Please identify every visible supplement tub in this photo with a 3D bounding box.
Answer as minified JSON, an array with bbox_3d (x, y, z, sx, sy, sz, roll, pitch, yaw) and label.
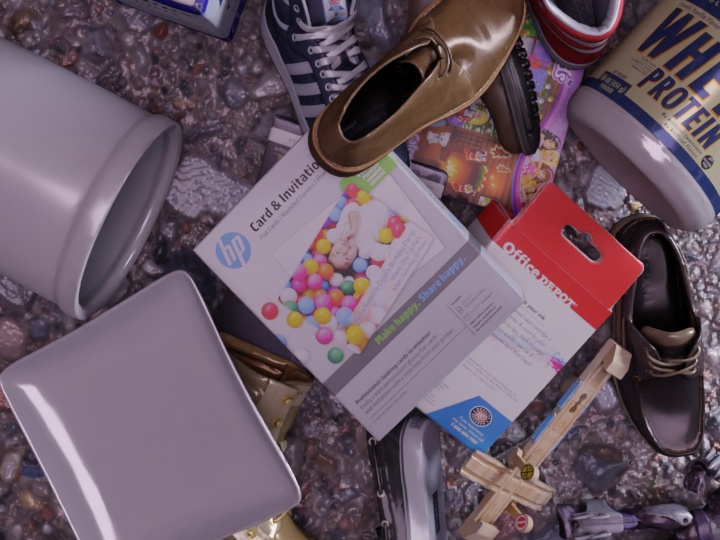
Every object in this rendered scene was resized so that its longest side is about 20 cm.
[{"bbox_3d":[0.271,-0.147,0.937,0.145,0.145,0.200,43,93,-2],"label":"supplement tub"}]

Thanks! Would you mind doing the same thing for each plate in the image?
[{"bbox_3d":[-0.165,0.127,0.970,0.198,0.032,0.202,-28,90,19],"label":"plate"}]

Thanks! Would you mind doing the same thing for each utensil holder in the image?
[{"bbox_3d":[-0.264,-0.081,0.953,0.198,0.170,0.172,26,95,2],"label":"utensil holder"}]

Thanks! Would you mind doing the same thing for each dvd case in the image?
[{"bbox_3d":[-0.028,-0.008,1.004,0.147,0.016,0.203,18,107,1],"label":"dvd case"}]

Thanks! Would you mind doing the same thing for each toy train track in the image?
[{"bbox_3d":[0.152,0.145,0.985,0.114,0.033,0.201,29,102,-40],"label":"toy train track"}]

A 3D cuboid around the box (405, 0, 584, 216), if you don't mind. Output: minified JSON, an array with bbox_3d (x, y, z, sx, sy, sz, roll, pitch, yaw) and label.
[{"bbox_3d":[0.108,-0.154,0.997,0.135,0.039,0.203,15,95,1],"label":"box"}]

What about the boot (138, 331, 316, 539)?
[{"bbox_3d":[-0.072,0.160,1.006,0.199,0.073,0.157,34,102,6],"label":"boot"}]

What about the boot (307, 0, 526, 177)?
[{"bbox_3d":[0.051,-0.142,0.856,0.200,0.075,0.074,-43,92,-17],"label":"boot"}]

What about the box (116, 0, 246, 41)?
[{"bbox_3d":[-0.123,-0.282,0.915,0.103,0.200,0.186,20,95,0],"label":"box"}]

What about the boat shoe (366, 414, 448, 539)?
[{"bbox_3d":[0.038,0.220,1.020,0.056,0.068,0.204,-1,93,21],"label":"boat shoe"}]

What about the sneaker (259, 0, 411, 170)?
[{"bbox_3d":[-0.015,-0.159,0.935,0.069,0.109,0.202,-21,69,-24],"label":"sneaker"}]

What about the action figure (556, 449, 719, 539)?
[{"bbox_3d":[0.263,0.216,1.006,0.197,0.069,0.132,-11,89,0],"label":"action figure"}]

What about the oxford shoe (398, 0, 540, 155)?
[{"bbox_3d":[0.078,-0.175,0.950,0.084,0.073,0.202,-25,90,20],"label":"oxford shoe"}]

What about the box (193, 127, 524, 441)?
[{"bbox_3d":[0.000,0.000,0.913,0.156,0.041,0.200,-43,93,11],"label":"box"}]

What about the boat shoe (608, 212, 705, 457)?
[{"bbox_3d":[0.238,0.056,0.991,0.073,0.073,0.203,-14,94,3],"label":"boat shoe"}]

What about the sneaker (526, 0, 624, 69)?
[{"bbox_3d":[0.133,-0.250,0.913,0.071,0.112,0.202,-31,90,1],"label":"sneaker"}]

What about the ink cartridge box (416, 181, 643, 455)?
[{"bbox_3d":[0.113,0.030,0.975,0.116,0.067,0.200,38,100,-16],"label":"ink cartridge box"}]
